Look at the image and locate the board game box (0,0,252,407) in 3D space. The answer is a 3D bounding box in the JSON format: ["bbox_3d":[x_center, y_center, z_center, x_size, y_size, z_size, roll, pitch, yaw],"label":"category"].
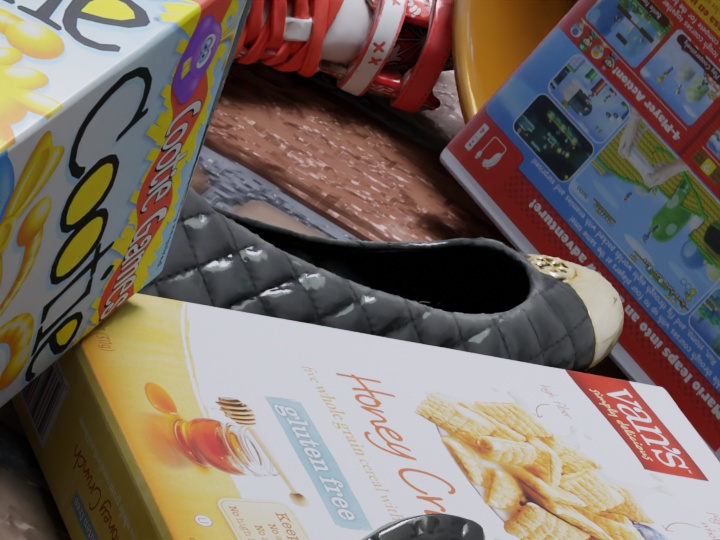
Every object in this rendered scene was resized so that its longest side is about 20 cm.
[{"bbox_3d":[-0.124,-0.018,0.638,0.105,0.103,0.200,31,38,12],"label":"board game box"}]

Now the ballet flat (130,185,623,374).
[{"bbox_3d":[0.000,0.000,0.812,0.199,0.057,0.066,7,14,-38],"label":"ballet flat"}]

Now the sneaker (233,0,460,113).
[{"bbox_3d":[-0.022,-0.092,0.957,0.108,0.067,0.201,30,23,11],"label":"sneaker"}]

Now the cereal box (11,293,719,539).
[{"bbox_3d":[0.022,0.069,0.734,0.199,0.040,0.144,10,29,-31],"label":"cereal box"}]

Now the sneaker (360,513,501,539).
[{"bbox_3d":[-0.046,0.122,0.550,0.200,0.085,0.077,-24,78,-33],"label":"sneaker"}]

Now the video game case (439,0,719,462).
[{"bbox_3d":[0.133,-0.058,0.876,0.143,0.200,0.017,50,17,26],"label":"video game case"}]

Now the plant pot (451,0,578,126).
[{"bbox_3d":[0.160,-0.073,0.980,0.200,0.200,0.183,42,13,28],"label":"plant pot"}]
